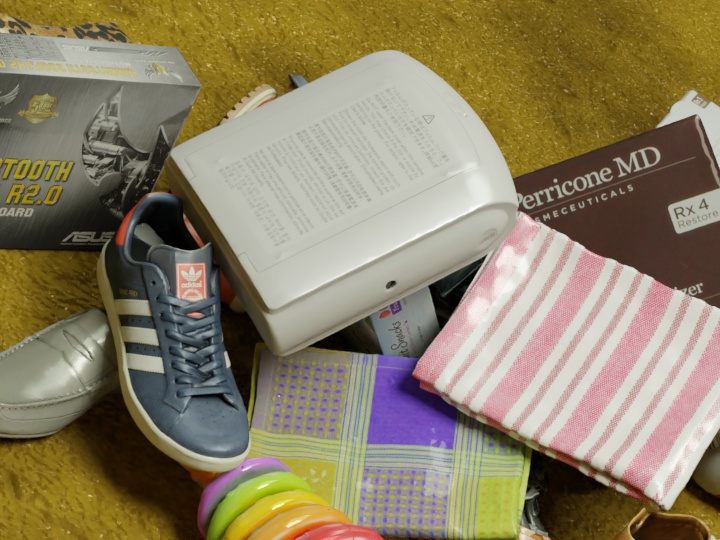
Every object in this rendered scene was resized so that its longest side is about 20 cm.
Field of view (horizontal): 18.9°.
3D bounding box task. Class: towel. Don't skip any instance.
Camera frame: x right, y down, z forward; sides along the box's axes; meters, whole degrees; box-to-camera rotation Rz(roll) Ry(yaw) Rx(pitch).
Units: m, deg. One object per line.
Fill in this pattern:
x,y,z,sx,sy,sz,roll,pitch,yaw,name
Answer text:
0.154,0.058,1.443,0.200,0.030,0.147,26,70,20,towel
0.016,0.114,1.453,0.199,0.023,0.144,6,54,7,towel

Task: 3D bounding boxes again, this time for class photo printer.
-0.007,-0.052,1.420,0.200,0.070,0.167,-27,58,-13,photo printer

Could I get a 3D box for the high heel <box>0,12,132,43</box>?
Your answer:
-0.261,-0.184,1.688,0.200,0.071,0.143,34,35,-25,high heel

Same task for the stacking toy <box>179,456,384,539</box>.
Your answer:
-0.062,0.162,1.368,0.116,0.110,0.200,-1,36,-37,stacking toy

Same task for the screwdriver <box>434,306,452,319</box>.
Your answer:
-0.010,0.004,1.681,0.200,0.028,0.029,29,63,-2,screwdriver

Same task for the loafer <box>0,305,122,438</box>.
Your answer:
-0.186,0.056,1.430,0.070,0.070,0.200,41,34,18,loafer

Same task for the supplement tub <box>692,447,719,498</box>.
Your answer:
0.345,0.135,1.678,0.200,0.141,0.140,30,32,0,supplement tub

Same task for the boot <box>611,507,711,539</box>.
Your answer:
0.136,0.221,1.392,0.201,0.144,0.071,-14,51,-47,boot

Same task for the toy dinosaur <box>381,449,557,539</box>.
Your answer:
0.093,0.180,1.492,0.200,0.102,0.136,32,43,-33,toy dinosaur

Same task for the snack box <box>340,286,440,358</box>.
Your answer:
0.000,0.000,1.551,0.053,0.200,0.142,-30,58,-8,snack box

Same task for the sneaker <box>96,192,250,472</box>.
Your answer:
-0.114,0.033,1.377,0.075,0.085,0.200,-1,48,-34,sneaker

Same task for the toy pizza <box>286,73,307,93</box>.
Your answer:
-0.010,-0.063,1.683,0.201,0.032,0.200,58,0,1,toy pizza

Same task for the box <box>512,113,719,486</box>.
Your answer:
0.206,0.027,1.559,0.164,0.165,0.201,49,23,-68,box

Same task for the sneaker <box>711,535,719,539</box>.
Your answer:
0.267,0.266,1.505,0.200,0.076,0.092,42,39,19,sneaker

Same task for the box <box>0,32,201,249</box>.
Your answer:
-0.229,-0.088,1.512,0.200,0.159,0.048,1,42,-39,box

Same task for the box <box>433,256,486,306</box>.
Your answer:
0.078,-0.035,1.732,0.159,0.046,0.200,31,22,-50,box

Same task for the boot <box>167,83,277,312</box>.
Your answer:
-0.087,-0.054,1.641,0.107,0.075,0.200,31,52,-3,boot

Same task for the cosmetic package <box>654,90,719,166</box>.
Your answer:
0.239,-0.039,1.775,0.074,0.200,0.102,35,33,8,cosmetic package
